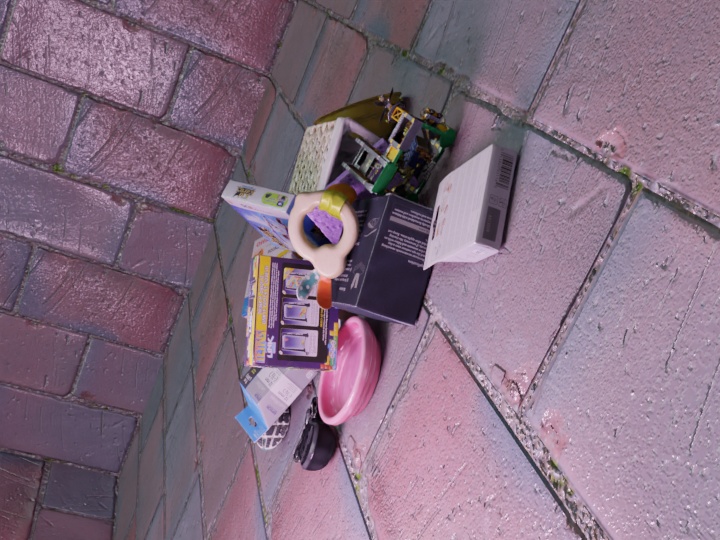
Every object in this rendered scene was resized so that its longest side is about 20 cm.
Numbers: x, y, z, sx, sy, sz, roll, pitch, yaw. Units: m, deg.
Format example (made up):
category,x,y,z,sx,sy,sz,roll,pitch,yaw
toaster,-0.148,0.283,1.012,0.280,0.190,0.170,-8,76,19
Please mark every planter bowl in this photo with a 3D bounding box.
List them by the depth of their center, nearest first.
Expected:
category,x,y,z,sx,sy,sz,roll,pitch,yaw
planter bowl,0.006,-0.308,1.801,0.200,0.199,0.084,-9,100,68

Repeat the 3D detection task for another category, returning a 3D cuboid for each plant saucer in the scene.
category,x,y,z,sx,sy,sz,roll,pitch,yaw
plant saucer,-0.017,0.186,1.542,0.201,0.051,0.201,-52,28,43

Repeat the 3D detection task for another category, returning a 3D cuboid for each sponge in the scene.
category,x,y,z,sx,sy,sz,roll,pitch,yaw
sponge,0.001,-0.140,1.576,0.200,0.112,0.030,-39,23,10

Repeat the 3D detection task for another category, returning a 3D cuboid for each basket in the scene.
category,x,y,z,sx,sy,sz,roll,pitch,yaw
basket,-0.051,-0.188,1.693,0.123,0.135,0.201,3,74,46

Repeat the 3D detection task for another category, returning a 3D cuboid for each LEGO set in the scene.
category,x,y,z,sx,sy,sz,roll,pitch,yaw
LEGO set,0.061,-0.215,1.497,0.116,0.153,0.201,45,119,40

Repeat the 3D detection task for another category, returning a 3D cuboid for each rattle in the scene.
category,x,y,z,sx,sy,sz,roll,pitch,yaw
rattle,-0.059,-0.046,1.493,0.143,0.129,0.201,-116,20,-78

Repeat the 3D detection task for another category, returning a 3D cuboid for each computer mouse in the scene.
category,x,y,z,sx,sy,sz,roll,pitch,yaw
computer mouse,-0.080,0.325,1.604,0.200,0.052,0.139,-163,92,-81

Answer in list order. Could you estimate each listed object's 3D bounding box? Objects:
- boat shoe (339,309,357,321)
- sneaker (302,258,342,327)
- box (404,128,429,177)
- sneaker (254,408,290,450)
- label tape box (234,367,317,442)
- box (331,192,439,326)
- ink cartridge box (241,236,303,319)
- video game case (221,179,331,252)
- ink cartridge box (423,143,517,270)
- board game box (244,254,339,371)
category,x,y,z,sx,sy,sz,roll,pitch,yaw
boat shoe,0.002,0.001,1.622,0.202,0.073,0.063,-67,21,-2
sneaker,-0.077,0.064,1.718,0.072,0.071,0.201,-34,69,60
box,0.071,-0.187,1.658,0.201,0.032,0.121,-59,22,30
sneaker,-0.197,0.327,1.910,0.201,0.077,0.080,-87,5,-48
label tape box,-0.201,0.255,1.828,0.200,0.066,0.143,-47,27,-7
box,0.036,-0.018,1.478,0.197,0.117,0.201,3,75,70
ink cartridge box,-0.150,0.022,1.851,0.147,0.144,0.201,-24,48,37
video game case,-0.154,-0.097,1.683,0.181,0.200,0.046,17,71,37
ink cartridge box,0.166,-0.088,1.309,0.200,0.047,0.161,147,137,-69
board game box,-0.123,0.080,1.550,0.057,0.164,0.201,162,113,-67
